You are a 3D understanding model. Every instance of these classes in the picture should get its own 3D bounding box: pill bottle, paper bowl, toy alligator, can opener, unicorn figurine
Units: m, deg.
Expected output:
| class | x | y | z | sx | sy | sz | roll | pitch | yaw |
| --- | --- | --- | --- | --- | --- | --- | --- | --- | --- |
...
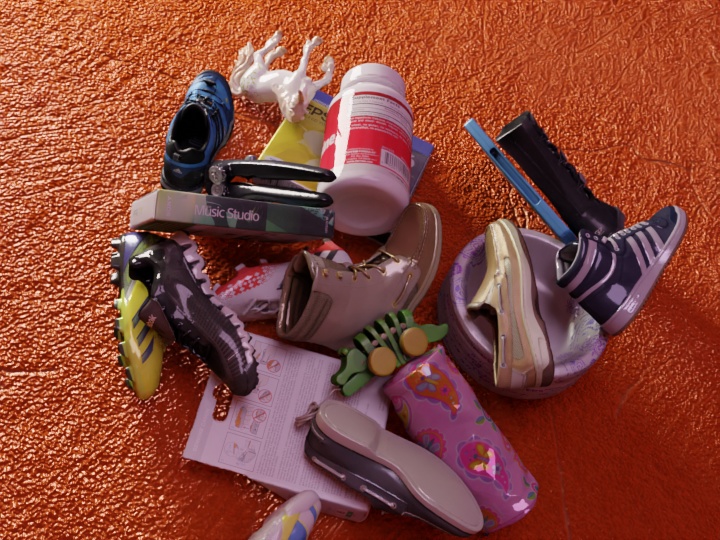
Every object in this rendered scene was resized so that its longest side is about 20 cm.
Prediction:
| class | x | y | z | sx | sy | sz | roll | pitch | yaw |
| --- | --- | --- | --- | --- | --- | --- | --- | --- | --- |
| pill bottle | 0.009 | -0.153 | 1.061 | 0.111 | 0.113 | 0.202 | 11 | 56 | -9 |
| paper bowl | 0.187 | 0.058 | 1.034 | 0.199 | 0.105 | 0.202 | 8 | 57 | -12 |
| toy alligator | 0.004 | 0.091 | 0.919 | 0.199 | 0.059 | 0.055 | -29 | 91 | -18 |
| can opener | -0.107 | -0.103 | 1.003 | 0.078 | 0.199 | 0.064 | -9 | 98 | -50 |
| unicorn figurine | -0.097 | -0.251 | 1.138 | 0.074 | 0.199 | 0.138 | 47 | 59 | -37 |

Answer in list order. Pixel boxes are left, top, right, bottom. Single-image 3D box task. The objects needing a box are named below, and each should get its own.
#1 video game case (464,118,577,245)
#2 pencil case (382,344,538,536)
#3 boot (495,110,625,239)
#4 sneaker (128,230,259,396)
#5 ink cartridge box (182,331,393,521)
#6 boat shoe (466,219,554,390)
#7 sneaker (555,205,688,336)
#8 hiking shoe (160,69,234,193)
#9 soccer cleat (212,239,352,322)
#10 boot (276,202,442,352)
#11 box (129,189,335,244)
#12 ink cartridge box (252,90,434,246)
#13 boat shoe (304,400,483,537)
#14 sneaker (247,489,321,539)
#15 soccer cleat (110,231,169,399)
| class | x | y | z | sx | sy | sz | roll | pitch | yaw |
| --- | --- | --- | --- | --- | --- | --- | --- | --- | --- |
| video game case | 0.218 | -0.103 | 1.132 | 0.018 | 0.143 | 0.201 | -40 | 66 | 10 |
| pencil case | 0.108 | 0.181 | 0.922 | 0.087 | 0.087 | 0.201 | -35 | 88 | -32 |
| boot | 0.257 | -0.118 | 1.124 | 0.200 | 0.066 | 0.165 | 45 | 14 | -4 |
| sneaker | -0.180 | 0.052 | 0.894 | 0.090 | 0.067 | 0.201 | -19 | 66 | -34 |
| ink cartridge box | -0.072 | 0.163 | 0.927 | 0.198 | 0.050 | 0.162 | 16 | 55 | -2 |
| boat shoe | 0.152 | 0.033 | 0.941 | 0.075 | 0.072 | 0.202 | -8 | 58 | -2 |
| sneaker | 0.303 | -0.029 | 1.012 | 0.108 | 0.070 | 0.200 | 37 | 61 | 3 |
| hiking shoe | -0.197 | -0.187 | 1.086 | 0.074 | 0.087 | 0.202 | 12 | 56 | -9 |
| soccer cleat | -0.086 | 0.028 | 0.995 | 0.199 | 0.069 | 0.085 | -22 | 62 | -32 |
| boot | 0.000 | 0.000 | 0.954 | 0.154 | 0.072 | 0.202 | 22 | 91 | -37 |
| box | -0.146 | -0.057 | 0.968 | 0.198 | 0.144 | 0.037 | 3 | 87 | -26 |
| ink cartridge box | -0.014 | -0.153 | 1.147 | 0.196 | 0.047 | 0.201 | 25 | 57 | 1 |
| boat shoe | 0.031 | 0.210 | 0.870 | 0.199 | 0.062 | 0.073 | 34 | 25 | 2 |
| sneaker | -0.081 | 0.311 | 0.817 | 0.105 | 0.076 | 0.200 | 41 | 67 | -1 |
| soccer cleat | -0.228 | 0.042 | 0.944 | 0.083 | 0.065 | 0.202 | -2 | 58 | -18 |
